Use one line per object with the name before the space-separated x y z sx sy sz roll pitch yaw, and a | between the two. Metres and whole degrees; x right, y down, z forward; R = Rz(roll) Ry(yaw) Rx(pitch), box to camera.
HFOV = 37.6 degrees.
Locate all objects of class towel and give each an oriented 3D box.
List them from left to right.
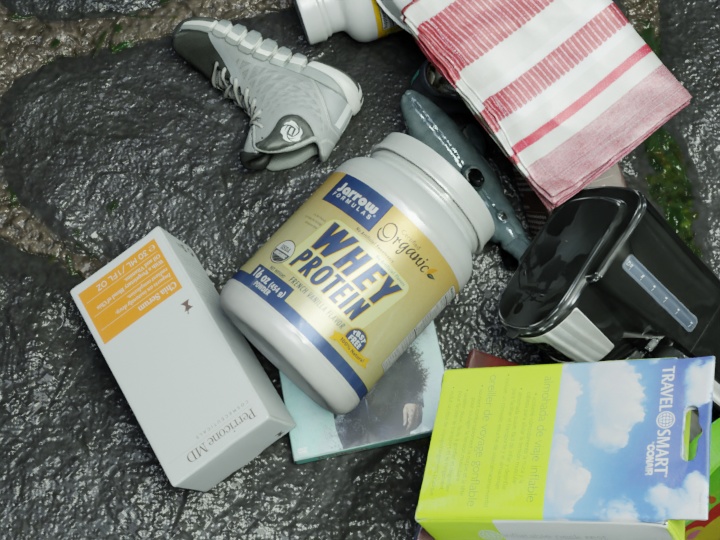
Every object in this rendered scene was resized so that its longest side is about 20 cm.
towel | 0.143 -0.167 0.825 0.144 0.023 0.200 -38 86 -5

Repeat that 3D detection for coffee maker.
coffee maker | 0.228 0.026 0.822 0.200 0.134 0.193 41 58 -20

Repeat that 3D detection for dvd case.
dvd case | -0.006 0.057 0.929 0.145 0.022 0.201 -11 68 2

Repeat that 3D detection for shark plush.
shark plush | 0.092 -0.066 0.926 0.090 0.083 0.201 -22 65 -2

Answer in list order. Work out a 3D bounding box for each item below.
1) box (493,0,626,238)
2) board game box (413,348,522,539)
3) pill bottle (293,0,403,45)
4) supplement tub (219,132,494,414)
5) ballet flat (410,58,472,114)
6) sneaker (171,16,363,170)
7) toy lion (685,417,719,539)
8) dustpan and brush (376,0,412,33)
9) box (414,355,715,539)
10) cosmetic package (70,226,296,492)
box | 0.163 -0.119 0.897 0.074 0.100 0.201 -19 95 -1
board game box | 0.110 0.174 0.864 0.102 0.019 0.201 18 72 0
pill bottle | 0.033 -0.283 1.007 0.199 0.104 0.105 -19 69 -1
supplement tub | 0.000 0.000 0.861 0.144 0.145 0.200 39 78 18
ballet flat | 0.145 -0.178 0.976 0.198 0.073 0.074 -1 69 5
sneaker | -0.107 -0.157 0.992 0.199 0.075 0.116 21 75 12
toy lion | 0.283 0.157 0.761 0.191 0.200 0.069 -33 47 11
dustpan and brush | 0.032 -0.280 0.933 0.199 0.057 0.141 11 103 -14
box | 0.143 0.124 0.724 0.199 0.048 0.123 -7 52 30
cosmetic package | -0.152 0.075 0.901 0.101 0.071 0.201 -36 69 4
